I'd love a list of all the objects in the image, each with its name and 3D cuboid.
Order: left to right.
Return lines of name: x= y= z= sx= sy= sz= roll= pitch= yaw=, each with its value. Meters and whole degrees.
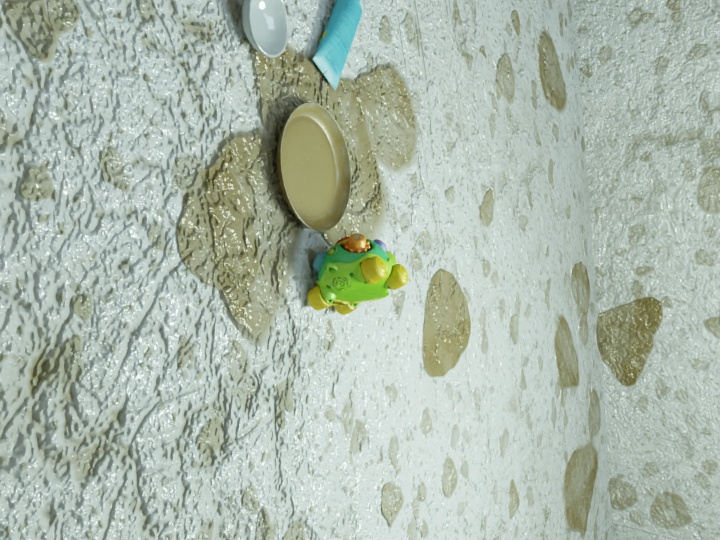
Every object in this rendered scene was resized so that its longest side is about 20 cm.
spoon rest: x=-0.149 y=-0.405 z=1.081 sx=0.100 sy=0.060 sz=0.203 roll=-51 pitch=129 yaw=-47
plant pot: x=-0.077 y=-0.163 z=1.215 sx=0.199 sy=0.027 sz=0.205 roll=9 pitch=79 yaw=-59
tube: x=-0.031 y=-0.415 z=1.296 sx=0.077 sy=0.050 sz=0.203 roll=40 pitch=59 yaw=-45
turtle toy: x=0.000 y=0.000 z=1.244 sx=0.199 sy=0.144 sz=0.103 roll=14 pitch=54 yaw=-58
